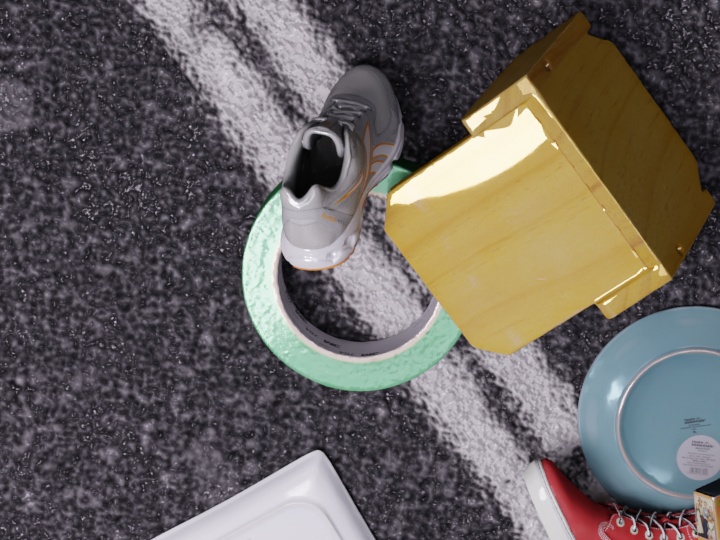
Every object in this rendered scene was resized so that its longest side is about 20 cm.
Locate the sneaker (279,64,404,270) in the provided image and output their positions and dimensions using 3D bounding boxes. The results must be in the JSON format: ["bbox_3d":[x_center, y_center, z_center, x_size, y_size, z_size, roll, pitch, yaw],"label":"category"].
[{"bbox_3d":[-0.015,-0.101,1.429,0.075,0.201,0.092,6,143,14],"label":"sneaker"}]

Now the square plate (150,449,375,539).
[{"bbox_3d":[-0.071,0.290,1.610,0.199,0.028,0.199,-29,102,8],"label":"square plate"}]

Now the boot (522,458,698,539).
[{"bbox_3d":[0.240,0.214,1.550,0.144,0.073,0.200,-32,113,14],"label":"boot"}]

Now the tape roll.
[{"bbox_3d":[0.000,0.000,1.526,0.199,0.048,0.202,1,104,3],"label":"tape roll"}]

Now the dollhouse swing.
[{"bbox_3d":[0.150,-0.062,1.485,0.175,0.182,0.200,-31,102,40],"label":"dollhouse swing"}]

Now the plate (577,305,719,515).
[{"bbox_3d":[0.288,0.130,1.558,0.198,0.026,0.202,0,103,2],"label":"plate"}]

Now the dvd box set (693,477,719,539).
[{"bbox_3d":[0.354,0.262,1.545,0.146,0.029,0.202,-18,107,-32],"label":"dvd box set"}]
